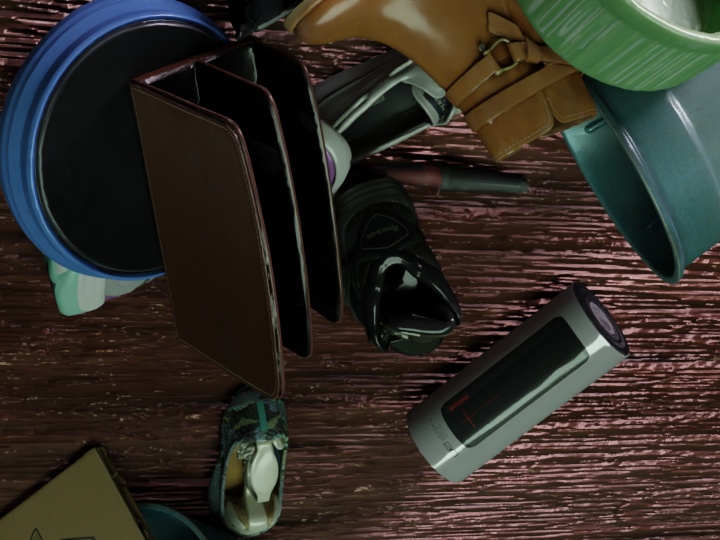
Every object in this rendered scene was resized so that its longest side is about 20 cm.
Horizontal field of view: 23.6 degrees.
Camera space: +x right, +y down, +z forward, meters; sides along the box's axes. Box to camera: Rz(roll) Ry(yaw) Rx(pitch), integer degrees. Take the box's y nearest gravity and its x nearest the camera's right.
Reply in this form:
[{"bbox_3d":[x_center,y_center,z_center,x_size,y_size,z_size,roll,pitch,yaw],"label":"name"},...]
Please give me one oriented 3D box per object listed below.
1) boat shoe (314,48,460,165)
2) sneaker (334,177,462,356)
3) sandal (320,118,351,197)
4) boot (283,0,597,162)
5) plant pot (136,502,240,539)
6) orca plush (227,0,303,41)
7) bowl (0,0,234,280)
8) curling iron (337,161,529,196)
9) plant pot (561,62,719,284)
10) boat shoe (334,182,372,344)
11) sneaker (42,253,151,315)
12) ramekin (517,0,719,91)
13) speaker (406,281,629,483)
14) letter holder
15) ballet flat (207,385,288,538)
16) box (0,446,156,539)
[{"bbox_3d":[0.048,-0.137,1.269,0.198,0.066,0.072,-25,136,4],"label":"boat shoe"},{"bbox_3d":[0.033,0.031,1.290,0.075,0.115,0.200,-16,146,-1],"label":"sneaker"},{"bbox_3d":[-0.060,-0.047,1.286,0.050,0.082,0.203,-49,167,-31],"label":"sandal"},{"bbox_3d":[0.058,-0.143,1.167,0.198,0.157,0.077,-21,178,-27],"label":"boot"},{"bbox_3d":[-0.147,0.324,1.564,0.200,0.201,0.187,-39,148,18],"label":"plant pot"},{"bbox_3d":[-0.016,-0.238,1.171,0.199,0.072,0.105,-31,-179,24],"label":"orca plush"},{"bbox_3d":[-0.153,-0.089,1.195,0.199,0.039,0.203,-15,116,-33],"label":"bowl"},{"bbox_3d":[0.058,-0.065,1.344,0.199,0.050,0.026,-3,148,-43],"label":"curling iron"},{"bbox_3d":[0.264,-0.125,1.285,0.195,0.201,0.201,-30,136,-1],"label":"plant pot"},{"bbox_3d":[0.000,0.000,1.380,0.066,0.072,0.201,-30,140,3],"label":"boat shoe"},{"bbox_3d":[-0.177,-0.061,1.260,0.138,0.078,0.201,-18,143,-8],"label":"sneaker"},{"bbox_3d":[0.192,-0.219,1.151,0.198,0.202,0.098,4,158,-24],"label":"ramekin"},{"bbox_3d":[0.137,0.101,1.525,0.199,0.082,0.081,-39,134,18],"label":"speaker"},{"bbox_3d":[-0.065,-0.035,1.165,0.100,0.142,0.202,-23,121,-29],"label":"letter holder"},{"bbox_3d":[-0.097,0.190,1.530,0.073,0.075,0.201,-9,135,-12],"label":"ballet flat"},{"bbox_3d":[-0.259,0.276,1.494,0.199,0.164,0.021,-37,165,16],"label":"box"}]
